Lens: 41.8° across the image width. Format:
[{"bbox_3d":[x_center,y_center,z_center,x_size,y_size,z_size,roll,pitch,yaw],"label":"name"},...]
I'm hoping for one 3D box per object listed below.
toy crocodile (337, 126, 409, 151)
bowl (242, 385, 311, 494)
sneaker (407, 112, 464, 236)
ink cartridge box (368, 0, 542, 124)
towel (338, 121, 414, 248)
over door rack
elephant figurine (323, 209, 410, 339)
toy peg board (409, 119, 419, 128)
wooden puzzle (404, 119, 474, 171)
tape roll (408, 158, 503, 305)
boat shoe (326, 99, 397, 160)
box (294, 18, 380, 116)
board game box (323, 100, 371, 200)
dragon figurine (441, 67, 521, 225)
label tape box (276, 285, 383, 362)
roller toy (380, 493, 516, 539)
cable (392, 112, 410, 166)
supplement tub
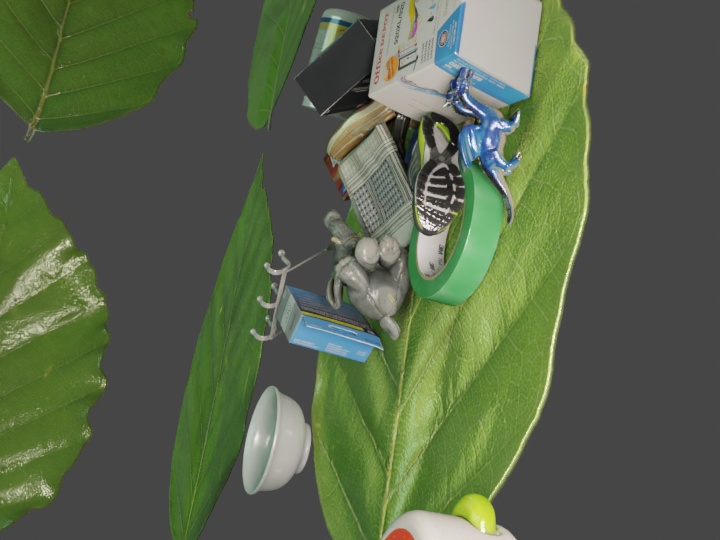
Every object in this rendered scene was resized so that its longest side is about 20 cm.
[{"bbox_3d":[0.020,-0.231,1.708,0.199,0.067,0.063,17,116,60],"label":"toy crocodile"},{"bbox_3d":[-0.150,0.328,1.783,0.201,0.089,0.205,-165,90,-72],"label":"bowl"},{"bbox_3d":[0.100,-0.122,1.311,0.081,0.073,0.202,119,165,-50],"label":"sneaker"},{"bbox_3d":[0.129,-0.309,1.323,0.199,0.143,0.150,-13,64,54],"label":"ink cartridge box"},{"bbox_3d":[0.031,-0.120,1.549,0.195,0.034,0.200,66,154,5],"label":"towel"},{"bbox_3d":[-0.122,0.035,1.749,0.066,0.199,0.150,29,118,29],"label":"over door rack"},{"bbox_3d":[0.000,0.000,1.548,0.157,0.140,0.199,-62,24,-8],"label":"elephant figurine"},{"bbox_3d":[0.065,-0.380,1.693,0.199,0.096,0.203,-130,57,-67],"label":"toy peg board"},{"bbox_3d":[0.123,-0.226,1.488,0.200,0.046,0.188,-142,68,-70],"label":"wooden puzzle"},{"bbox_3d":[0.131,-0.054,1.331,0.200,0.047,0.204,-164,89,-71],"label":"tape roll"},{"bbox_3d":[0.026,-0.242,1.597,0.199,0.071,0.077,-40,78,27],"label":"boat shoe"},{"bbox_3d":[-0.001,-0.324,1.497,0.141,0.079,0.200,-40,-2,22],"label":"box"},{"bbox_3d":[-0.009,-0.233,1.838,0.104,0.019,0.200,64,145,18],"label":"board game box"},{"bbox_3d":[0.156,-0.160,1.229,0.059,0.097,0.204,-125,34,-88],"label":"dragon figurine"},{"bbox_3d":[-0.055,0.101,1.599,0.200,0.141,0.067,-126,55,-67],"label":"label tape box"},{"bbox_3d":[0.085,0.357,1.008,0.201,0.138,0.184,-102,32,-52],"label":"roller toy"},{"bbox_3d":[0.071,-0.196,1.563,0.097,0.050,0.201,-52,-12,-43],"label":"cable"},{"bbox_3d":[-0.035,-0.419,1.936,0.145,0.142,0.203,-147,73,-70],"label":"supplement tub"}]
